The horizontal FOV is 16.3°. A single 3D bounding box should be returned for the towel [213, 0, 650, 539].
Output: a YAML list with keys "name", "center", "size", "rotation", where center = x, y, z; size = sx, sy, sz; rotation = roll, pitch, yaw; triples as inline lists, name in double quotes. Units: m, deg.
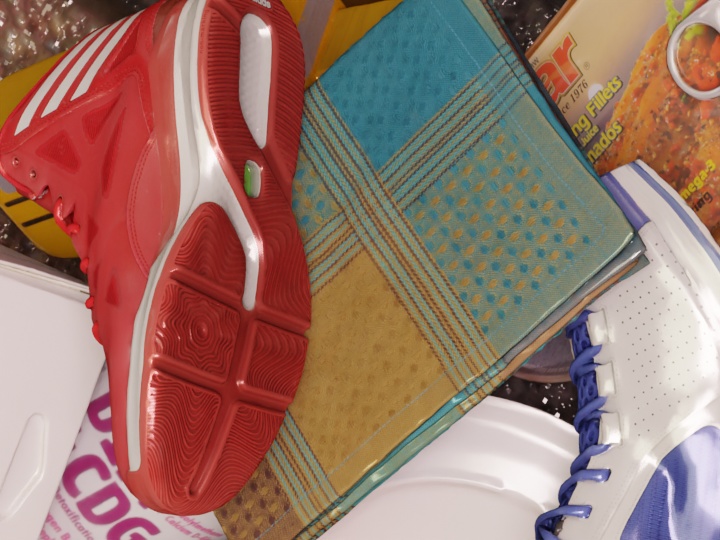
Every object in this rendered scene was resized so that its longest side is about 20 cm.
- name: "towel"
  center: [0.000, 0.000, 0.927]
  size: [0.200, 0.022, 0.147]
  rotation: [-42, 59, 21]

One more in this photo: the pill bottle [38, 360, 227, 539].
- name: "pill bottle"
  center: [-0.069, 0.056, 1.040]
  size: [0.199, 0.113, 0.114]
  rotation: [-30, 77, 23]

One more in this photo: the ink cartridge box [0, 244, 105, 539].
- name: "ink cartridge box"
  center: [-0.206, 0.045, 1.017]
  size: [0.199, 0.084, 0.146]
  rotation: [20, 90, 46]

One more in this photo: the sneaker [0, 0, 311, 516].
- name: "sneaker"
  center: [-0.082, -0.004, 0.938]
  size: [0.115, 0.078, 0.201]
  rotation: [-9, 64, 41]

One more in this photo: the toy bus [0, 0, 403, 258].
- name: "toy bus"
  center: [-0.057, -0.067, 1.018]
  size: [0.199, 0.065, 0.078]
  rotation: [-19, 124, 31]

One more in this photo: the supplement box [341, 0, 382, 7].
- name: "supplement box"
  center: [0.024, -0.157, 1.023]
  size: [0.199, 0.066, 0.069]
  rotation: [-16, 80, 25]

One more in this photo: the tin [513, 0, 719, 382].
- name: "tin"
  center: [0.102, -0.043, 0.976]
  size: [0.112, 0.042, 0.200]
  rotation: [51, 124, 15]

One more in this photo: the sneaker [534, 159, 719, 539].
- name: "sneaker"
  center: [0.099, 0.067, 0.896]
  size: [0.115, 0.081, 0.200]
  rotation: [-27, 82, -6]

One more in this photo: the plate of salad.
- name: "plate of salad"
  center: [0.043, 0.136, 0.991]
  size: [0.199, 0.048, 0.201]
  rotation: [6, 112, 15]
